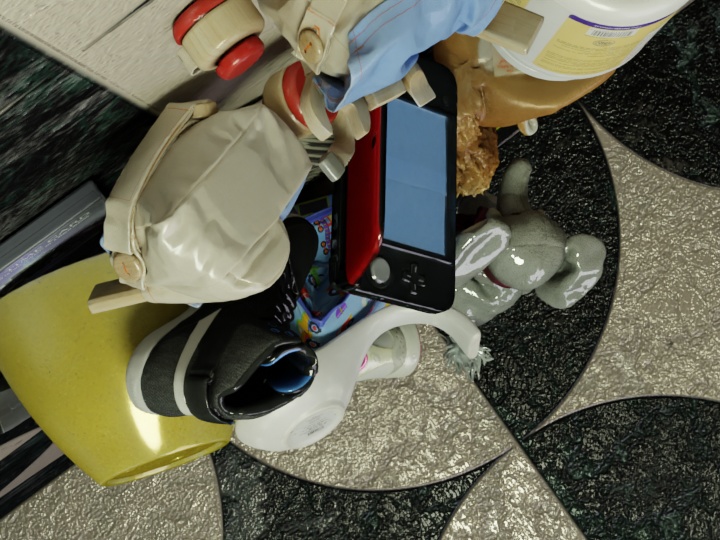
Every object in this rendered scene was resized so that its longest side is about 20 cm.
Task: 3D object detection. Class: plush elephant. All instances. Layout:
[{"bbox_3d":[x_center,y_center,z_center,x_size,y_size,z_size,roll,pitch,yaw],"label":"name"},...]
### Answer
[{"bbox_3d":[0.119,-0.024,1.462,0.164,0.201,0.155,13,143,-37],"label":"plush elephant"}]

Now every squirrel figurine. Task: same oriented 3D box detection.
[{"bbox_3d":[0.109,-0.160,1.399,0.200,0.142,0.187,-43,177,0],"label":"squirrel figurine"}]

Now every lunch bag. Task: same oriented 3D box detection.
[{"bbox_3d":[0.000,0.000,1.328,0.200,0.094,0.151,-37,159,-28],"label":"lunch bag"}]

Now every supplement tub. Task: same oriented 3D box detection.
[{"bbox_3d":[0.165,-0.224,1.201,0.145,0.146,0.200,-35,177,-11],"label":"supplement tub"}]

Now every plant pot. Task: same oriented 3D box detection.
[{"bbox_3d":[-0.165,0.075,1.220,0.199,0.143,0.200,-20,170,-4],"label":"plant pot"}]

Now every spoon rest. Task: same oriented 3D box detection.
[{"bbox_3d":[-0.008,0.077,1.251,0.199,0.061,0.100,-24,152,-16],"label":"spoon rest"}]

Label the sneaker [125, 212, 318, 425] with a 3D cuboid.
[{"bbox_3d":[-0.059,0.038,1.133,0.111,0.073,0.200,10,-137,35],"label":"sneaker"}]

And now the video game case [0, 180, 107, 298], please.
[{"bbox_3d":[-0.238,-0.004,1.205,0.142,0.019,0.200,-37,176,-6],"label":"video game case"}]

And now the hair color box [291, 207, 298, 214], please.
[{"bbox_3d":[-0.143,-0.005,1.363,0.199,0.111,0.064,-36,176,-2],"label":"hair color box"}]

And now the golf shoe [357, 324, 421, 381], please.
[{"bbox_3d":[-0.047,0.065,1.478,0.199,0.076,0.091,-2,-173,33],"label":"golf shoe"}]

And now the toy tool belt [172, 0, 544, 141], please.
[{"bbox_3d":[0.005,-0.138,0.942,0.199,0.123,0.125,-35,176,-24],"label":"toy tool belt"}]

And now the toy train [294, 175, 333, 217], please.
[{"bbox_3d":[-0.091,-0.011,1.454,0.199,0.115,0.087,-17,-160,-19],"label":"toy train"}]

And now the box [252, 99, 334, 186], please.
[{"bbox_3d":[-0.069,-0.092,1.280,0.199,0.069,0.082,-35,178,-32],"label":"box"}]

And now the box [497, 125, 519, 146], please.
[{"bbox_3d":[0.125,-0.182,1.601,0.200,0.048,0.194,-39,-160,21],"label":"box"}]

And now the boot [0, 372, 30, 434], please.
[{"bbox_3d":[-0.288,0.092,1.592,0.199,0.066,0.165,-31,-173,-26],"label":"boot"}]

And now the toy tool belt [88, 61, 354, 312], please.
[{"bbox_3d":[-0.101,-0.054,1.086,0.122,0.125,0.201,-21,-152,42],"label":"toy tool belt"}]

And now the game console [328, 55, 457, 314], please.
[{"bbox_3d":[0.040,-0.086,1.192,0.171,0.202,0.118,15,161,-39],"label":"game console"}]
